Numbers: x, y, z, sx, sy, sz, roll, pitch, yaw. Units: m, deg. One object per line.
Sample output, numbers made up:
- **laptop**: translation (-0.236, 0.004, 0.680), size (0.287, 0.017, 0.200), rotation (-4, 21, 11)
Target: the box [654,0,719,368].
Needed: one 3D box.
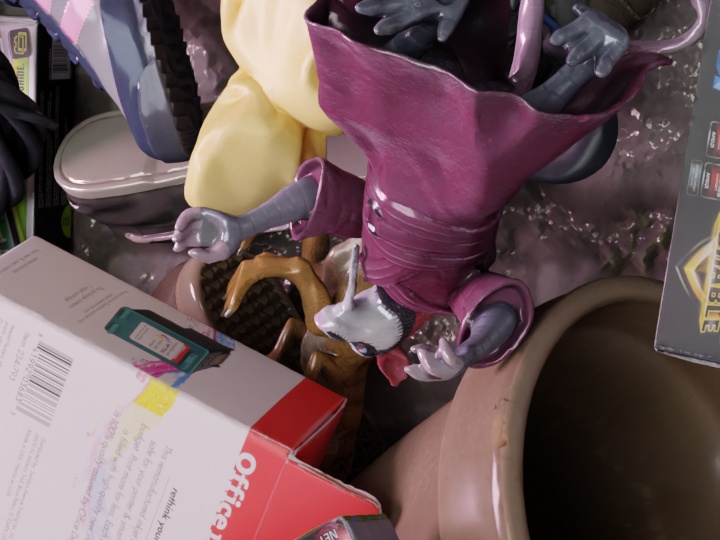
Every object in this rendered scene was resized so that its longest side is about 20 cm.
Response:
- **box**: translation (0.168, -0.070, 0.809), size (0.046, 0.159, 0.201), rotation (12, 100, 22)

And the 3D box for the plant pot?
- **plant pot**: translation (0.071, 0.119, 0.879), size (0.174, 0.200, 0.201), rotation (-22, 85, 45)

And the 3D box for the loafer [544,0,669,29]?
- **loafer**: translation (0.096, -0.182, 0.862), size (0.075, 0.069, 0.201), rotation (-129, 32, -48)

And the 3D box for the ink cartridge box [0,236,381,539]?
- **ink cartridge box**: translation (-0.086, 0.085, 0.899), size (0.199, 0.067, 0.117), rotation (27, 115, 11)

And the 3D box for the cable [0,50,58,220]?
- **cable**: translation (-0.239, -0.060, 0.997), size (0.199, 0.051, 0.164), rotation (2, 131, 7)

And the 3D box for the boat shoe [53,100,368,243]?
- **boat shoe**: translation (-0.046, -0.047, 0.987), size (0.199, 0.057, 0.067), rotation (-2, 59, 24)

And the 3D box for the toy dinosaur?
- **toy dinosaur**: translation (0.000, 0.000, 0.928), size (0.106, 0.060, 0.201), rotation (20, 113, -12)

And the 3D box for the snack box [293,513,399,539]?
- **snack box**: translation (-0.013, 0.209, 0.772), size (0.142, 0.053, 0.201), rotation (-31, 73, 16)

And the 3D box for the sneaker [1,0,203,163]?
- **sneaker**: translation (-0.136, -0.132, 0.965), size (0.082, 0.070, 0.201), rotation (-23, 83, 8)

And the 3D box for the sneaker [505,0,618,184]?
- **sneaker**: translation (0.043, -0.092, 0.900), size (0.200, 0.078, 0.066), rotation (31, 102, 37)

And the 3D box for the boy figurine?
- **boy figurine**: translation (-0.006, -0.103, 0.851), size (0.124, 0.064, 0.201), rotation (37, 108, 34)

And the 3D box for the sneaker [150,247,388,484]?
- **sneaker**: translation (-0.038, 0.086, 0.995), size (0.075, 0.070, 0.201), rotation (-30, 83, 52)

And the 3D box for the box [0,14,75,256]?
- **box**: translation (-0.199, -0.029, 1.070), size (0.110, 0.035, 0.201), rotation (6, 98, 27)

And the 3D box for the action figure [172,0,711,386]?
- **action figure**: translation (0.025, -0.037, 0.803), size (0.134, 0.149, 0.200), rotation (37, 145, 18)
